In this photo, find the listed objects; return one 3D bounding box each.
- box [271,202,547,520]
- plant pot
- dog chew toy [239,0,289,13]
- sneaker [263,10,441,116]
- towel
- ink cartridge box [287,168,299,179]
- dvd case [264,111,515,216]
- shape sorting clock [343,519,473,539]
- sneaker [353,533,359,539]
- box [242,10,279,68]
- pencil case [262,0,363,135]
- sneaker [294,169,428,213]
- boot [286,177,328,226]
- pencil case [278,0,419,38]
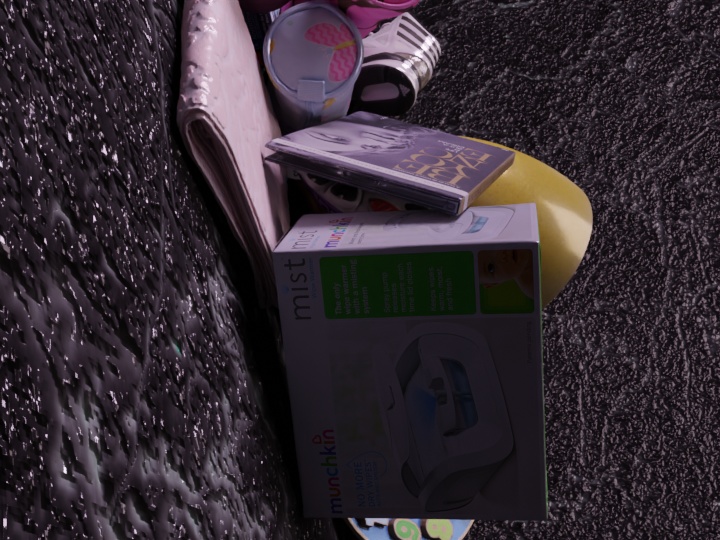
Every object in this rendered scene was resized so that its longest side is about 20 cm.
[{"bbox_3d":[0.041,0.063,0.630,0.097,0.174,0.202,-65,152,-69],"label":"box"},{"bbox_3d":[0.115,-0.054,0.921,0.142,0.200,0.201,39,24,-28],"label":"plant pot"},{"bbox_3d":[-0.082,-0.275,0.716,0.200,0.123,0.126,125,-47,-77],"label":"dog chew toy"},{"bbox_3d":[-0.001,-0.211,0.932,0.116,0.199,0.076,-51,133,-34],"label":"sneaker"},{"bbox_3d":[-0.088,-0.100,0.643,0.192,0.032,0.201,74,6,-46],"label":"towel"},{"bbox_3d":[-0.023,-0.117,0.982,0.068,0.114,0.202,64,13,-70],"label":"ink cartridge box"},{"bbox_3d":[0.032,-0.091,0.701,0.200,0.147,0.016,-40,145,-64],"label":"dvd case"},{"bbox_3d":[0.046,0.162,0.821,0.039,0.198,0.202,-27,-109,50],"label":"shape sorting clock"},{"bbox_3d":[0.029,0.274,0.884,0.078,0.075,0.202,-130,-155,-62],"label":"sneaker"},{"bbox_3d":[-0.107,-0.287,0.915,0.200,0.039,0.138,-92,169,-70],"label":"box"},{"bbox_3d":[-0.047,-0.159,0.796,0.200,0.082,0.092,124,-15,-79],"label":"pencil case"},{"bbox_3d":[0.011,-0.032,0.728,0.200,0.080,0.084,47,-38,28],"label":"sneaker"},{"bbox_3d":[0.000,0.000,0.829,0.200,0.064,0.188,2,66,-68],"label":"boot"},{"bbox_3d":[-0.006,-0.246,0.786,0.094,0.090,0.200,-64,-159,-10],"label":"pencil case"}]
